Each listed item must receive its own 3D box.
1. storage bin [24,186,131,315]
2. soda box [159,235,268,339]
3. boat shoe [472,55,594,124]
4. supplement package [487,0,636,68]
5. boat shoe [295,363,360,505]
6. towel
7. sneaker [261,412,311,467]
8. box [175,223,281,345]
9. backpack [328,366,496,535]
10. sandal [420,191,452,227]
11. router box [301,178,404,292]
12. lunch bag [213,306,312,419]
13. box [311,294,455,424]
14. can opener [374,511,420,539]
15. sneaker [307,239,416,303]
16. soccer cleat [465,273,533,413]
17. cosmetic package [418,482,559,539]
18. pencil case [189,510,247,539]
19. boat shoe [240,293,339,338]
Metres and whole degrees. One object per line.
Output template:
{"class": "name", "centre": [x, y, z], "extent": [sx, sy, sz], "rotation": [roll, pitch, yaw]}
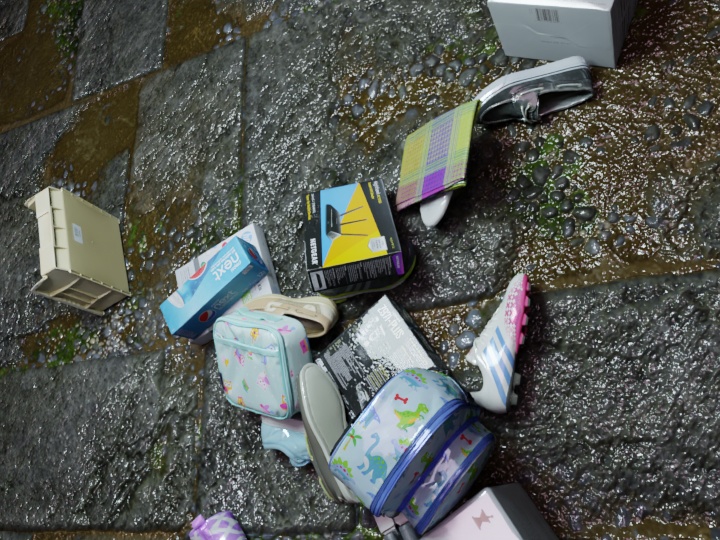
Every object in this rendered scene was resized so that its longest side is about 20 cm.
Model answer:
{"class": "storage bin", "centre": [-0.586, -0.039, 1.199], "extent": [0.092, 0.198, 0.204], "rotation": [-25, 65, 12]}
{"class": "soda box", "centre": [-0.266, 0.034, 1.049], "extent": [0.199, 0.064, 0.068], "rotation": [-40, 63, 9]}
{"class": "boat shoe", "centre": [0.270, -0.272, 0.919], "extent": [0.196, 0.072, 0.072], "rotation": [-20, 62, 17]}
{"class": "supplement package", "centre": [0.331, -0.455, 0.902], "extent": [0.188, 0.147, 0.204], "rotation": [19, 84, 29]}
{"class": "boat shoe", "centre": [-0.051, 0.238, 0.838], "extent": [0.060, 0.071, 0.205], "rotation": [-34, 75, 42]}
{"class": "towel", "centre": [0.119, -0.181, 0.935], "extent": [0.199, 0.022, 0.147], "rotation": [-16, 60, 61]}
{"class": "sneaker", "centre": [-0.075, 0.277, 0.931], "extent": [0.196, 0.073, 0.084], "rotation": [7, 96, 30]}
{"class": "box", "centre": [-0.255, 0.028, 1.105], "extent": [0.197, 0.041, 0.159], "rotation": [-27, 65, 15]}
{"class": "backpack", "centre": [0.070, 0.214, 0.698], "extent": [0.146, 0.200, 0.185], "rotation": [37, 91, 28]}
{"class": "sandal", "centre": [0.145, -0.167, 0.958], "extent": [0.082, 0.049, 0.208], "rotation": [-26, 50, 61]}
{"class": "router box", "centre": [-0.018, -0.063, 0.939], "extent": [0.145, 0.052, 0.202], "rotation": [-11, 42, 0]}
{"class": "lunch bag", "centre": [-0.163, 0.145, 0.943], "extent": [0.197, 0.076, 0.165], "rotation": [3, 107, 43]}
{"class": "box", "centre": [0.046, 0.172, 0.885], "extent": [0.163, 0.086, 0.201], "rotation": [-42, 61, 9]}
{"class": "can opener", "centre": [0.054, 0.385, 0.827], "extent": [0.053, 0.067, 0.202], "rotation": [-34, 62, 13]}
{"class": "sneaker", "centre": [0.000, 0.000, 0.963], "extent": [0.196, 0.081, 0.075], "rotation": [-23, 66, 18]}
{"class": "soccer cleat", "centre": [0.198, 0.100, 0.840], "extent": [0.084, 0.070, 0.205], "rotation": [7, 78, 23]}
{"class": "cosmetic package", "centre": [0.162, 0.378, 0.700], "extent": [0.166, 0.199, 0.169], "rotation": [-40, 61, 9]}
{"class": "pencil case", "centre": [-0.199, 0.483, 0.912], "extent": [0.084, 0.085, 0.201], "rotation": [-43, 60, 6]}
{"class": "boat shoe", "centre": [-0.136, 0.085, 0.999], "extent": [0.195, 0.065, 0.073], "rotation": [-7, 116, 23]}
